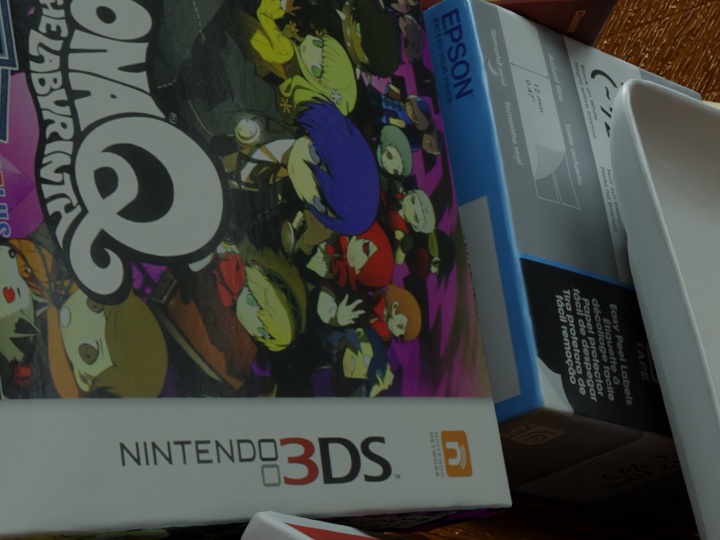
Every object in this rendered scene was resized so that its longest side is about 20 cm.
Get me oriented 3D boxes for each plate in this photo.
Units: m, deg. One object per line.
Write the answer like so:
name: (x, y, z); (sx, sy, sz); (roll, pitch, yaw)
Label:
plate: (0.149, 0.048, 0.787); (0.200, 0.032, 0.200); (12, 60, -52)

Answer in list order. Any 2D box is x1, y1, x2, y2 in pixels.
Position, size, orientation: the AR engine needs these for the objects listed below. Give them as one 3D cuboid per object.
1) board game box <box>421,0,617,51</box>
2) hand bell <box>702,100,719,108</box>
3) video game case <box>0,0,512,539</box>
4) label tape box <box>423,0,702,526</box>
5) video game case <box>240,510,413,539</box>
board game box: (0.019, -0.057, 0.866); (0.103, 0.019, 0.200); (-5, -20, -10)
hand bell: (0.072, -0.065, 0.958); (0.200, 0.104, 0.104); (25, 10, -15)
video game case: (-0.045, -0.036, 0.558); (0.036, 0.200, 0.181); (-18, -14, 37)
label tape box: (0.087, 0.004, 0.816); (0.200, 0.066, 0.143); (14, 58, -45)
video game case: (0.076, 0.110, 0.522); (0.200, 0.017, 0.143); (28, -1, 17)
